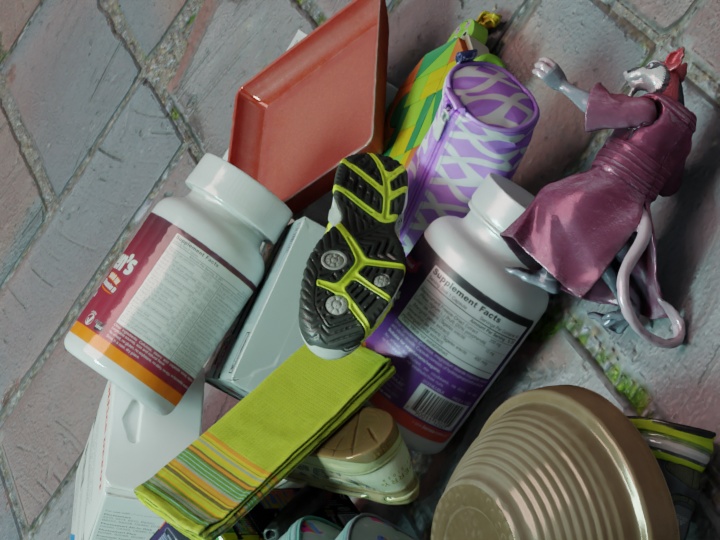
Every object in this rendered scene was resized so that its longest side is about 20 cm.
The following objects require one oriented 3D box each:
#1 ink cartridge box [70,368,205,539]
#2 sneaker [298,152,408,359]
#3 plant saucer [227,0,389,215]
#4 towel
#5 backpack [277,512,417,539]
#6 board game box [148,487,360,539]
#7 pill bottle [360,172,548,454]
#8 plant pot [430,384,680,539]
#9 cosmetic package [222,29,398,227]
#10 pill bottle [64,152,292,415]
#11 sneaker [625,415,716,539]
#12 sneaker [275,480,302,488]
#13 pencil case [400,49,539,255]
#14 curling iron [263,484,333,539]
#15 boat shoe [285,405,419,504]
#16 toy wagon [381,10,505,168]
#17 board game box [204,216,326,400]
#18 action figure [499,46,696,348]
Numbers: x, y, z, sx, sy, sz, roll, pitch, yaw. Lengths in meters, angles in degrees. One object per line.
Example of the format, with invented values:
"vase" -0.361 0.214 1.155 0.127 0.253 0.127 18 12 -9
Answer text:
"ink cartridge box" -0.200 0.190 1.735 0.201 0.083 0.147 117 159 -49
"sneaker" 0.000 0.000 1.482 0.201 0.075 0.077 -71 -10 -46
"plant saucer" -0.043 -0.132 1.762 0.199 0.037 0.201 -33 38 35
"towel" -0.069 0.116 1.433 0.200 0.018 0.086 -41 44 -24
"backpack" 0.000 0.261 1.376 0.154 0.175 0.200 -53 23 10
"board game box" -0.104 0.241 1.518 0.165 0.199 0.057 -48 62 20
"pill bottle" 0.073 0.030 1.502 0.201 0.111 0.112 -54 33 12
"plant pot" 0.109 0.179 1.281 0.200 0.092 0.203 12 104 56
"cosmetic package" -0.042 -0.129 1.847 0.152 0.051 0.200 -57 32 3
"pill bottle" -0.148 0.010 1.634 0.201 0.109 0.109 -56 31 -7
"sneaker" 0.153 0.149 1.340 0.199 0.073 0.082 -15 59 53
"sneaker" -0.088 0.171 1.629 0.200 0.092 0.076 -44 65 29
"pencil case" 0.071 -0.070 1.551 0.084 0.085 0.201 47 136 27
"curling iron" -0.027 0.166 1.507 0.049 0.026 0.200 -33 -4 28
"boat shoe" -0.031 0.136 1.480 0.073 0.063 0.199 -41 25 -21
"toy wagon" 0.066 -0.142 1.686 0.155 0.039 0.202 -20 44 59
"board game box" -0.069 0.041 1.675 0.149 0.064 0.200 -64 10 -7
"action figure" 0.186 -0.068 1.392 0.149 0.133 0.201 29 90 53
